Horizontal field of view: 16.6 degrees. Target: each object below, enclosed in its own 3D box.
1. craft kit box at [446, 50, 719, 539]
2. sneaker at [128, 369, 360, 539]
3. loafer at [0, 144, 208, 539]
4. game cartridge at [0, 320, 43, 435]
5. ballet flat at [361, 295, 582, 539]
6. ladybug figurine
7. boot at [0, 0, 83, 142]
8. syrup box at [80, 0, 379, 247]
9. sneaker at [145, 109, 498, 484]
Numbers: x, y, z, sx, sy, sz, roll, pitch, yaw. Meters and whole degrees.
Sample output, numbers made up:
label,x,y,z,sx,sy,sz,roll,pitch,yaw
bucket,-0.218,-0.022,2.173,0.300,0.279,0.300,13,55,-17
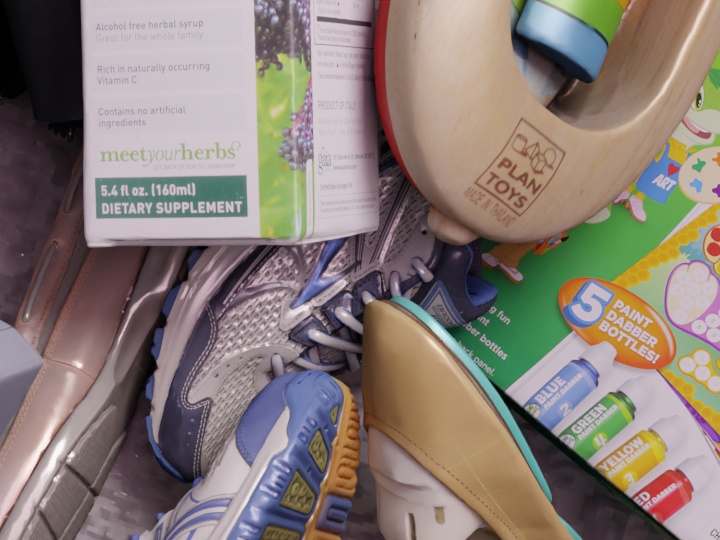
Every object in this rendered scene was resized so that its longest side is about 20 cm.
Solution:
label,x,y,z,sx,sy,sz,roll,pitch,yaw
craft kit box,0.149,0.001,0.908,0.200,0.049,0.198,39,85,21
sneaker,-0.074,0.116,0.855,0.088,0.075,0.200,25,85,29
loafer,-0.110,0.035,0.889,0.063,0.072,0.200,24,71,11
game cartridge,-0.184,0.100,0.789,0.040,0.133,0.200,41,104,12
ballet flat,0.044,0.095,0.882,0.063,0.069,0.200,-45,124,-13
ladybug figurine,0.064,-0.102,0.839,0.136,0.072,0.200,35,78,-38
boot,-0.131,-0.153,0.895,0.076,0.200,0.169,-17,121,-11
syrup box,-0.044,-0.110,0.820,0.078,0.081,0.201,0,94,21
sneaker,0.000,0.000,0.890,0.085,0.077,0.200,34,86,23
